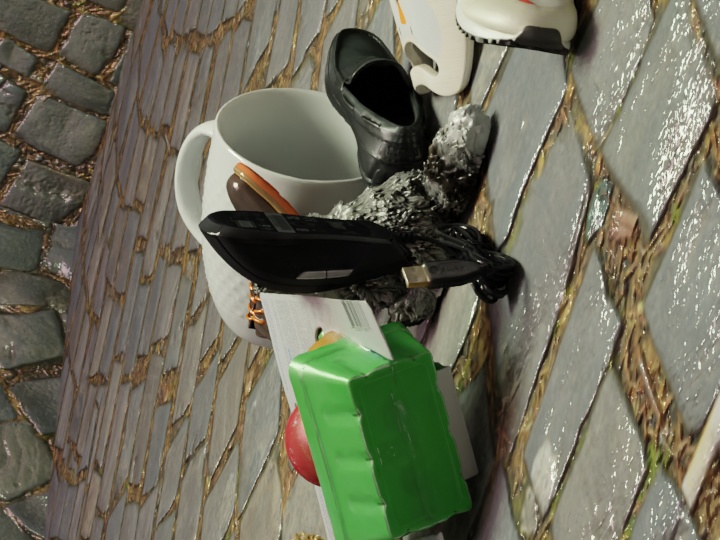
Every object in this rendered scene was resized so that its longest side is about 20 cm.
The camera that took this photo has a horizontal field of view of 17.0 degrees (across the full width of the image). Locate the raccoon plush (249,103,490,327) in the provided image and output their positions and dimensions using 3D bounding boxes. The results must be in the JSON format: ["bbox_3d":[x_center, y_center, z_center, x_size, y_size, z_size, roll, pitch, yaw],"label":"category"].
[{"bbox_3d":[-0.001,-0.049,1.697,0.097,0.133,0.201,-100,24,-63],"label":"raccoon plush"}]

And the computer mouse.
[{"bbox_3d":[0.000,0.000,1.534,0.140,0.199,0.046,-140,54,-68],"label":"computer mouse"}]

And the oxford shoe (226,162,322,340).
[{"bbox_3d":[-0.057,0.013,1.795,0.201,0.072,0.071,61,170,-21],"label":"oxford shoe"}]

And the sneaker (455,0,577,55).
[{"bbox_3d":[0.100,-0.205,1.530,0.200,0.070,0.094,-100,19,-66],"label":"sneaker"}]

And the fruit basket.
[{"bbox_3d":[-0.001,0.102,1.561,0.200,0.093,0.186,-174,67,-72],"label":"fruit basket"}]

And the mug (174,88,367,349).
[{"bbox_3d":[-0.074,-0.045,1.924,0.200,0.147,0.176,32,128,30],"label":"mug"}]

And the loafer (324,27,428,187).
[{"bbox_3d":[0.016,-0.136,1.855,0.201,0.068,0.071,-107,22,-52],"label":"loafer"}]

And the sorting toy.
[{"bbox_3d":[0.050,-0.220,1.780,0.200,0.106,0.181,-160,63,-78],"label":"sorting toy"}]

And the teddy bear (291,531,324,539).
[{"bbox_3d":[-0.019,0.246,1.612,0.145,0.066,0.201,52,160,37],"label":"teddy bear"}]
